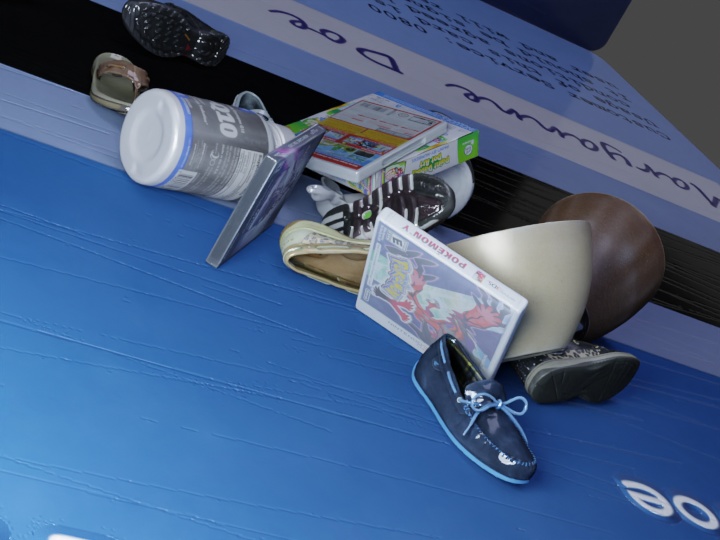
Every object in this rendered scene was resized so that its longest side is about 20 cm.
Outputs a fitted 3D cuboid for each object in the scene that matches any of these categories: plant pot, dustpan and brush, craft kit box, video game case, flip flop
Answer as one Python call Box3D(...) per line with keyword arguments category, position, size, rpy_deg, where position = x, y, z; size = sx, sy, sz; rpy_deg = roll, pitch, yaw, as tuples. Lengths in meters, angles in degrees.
Box3D(category="plant pot", position=(0.175, 0.032, 1.624), size=(0.200, 0.200, 0.135), rpy_deg=(-1, 78, -53))
Box3D(category="dustpan and brush", position=(-0.021, -0.085, 1.844), size=(0.139, 0.057, 0.200), rpy_deg=(39, 22, 24))
Box3D(category="craft kit box", position=(0.023, -0.174, 1.935), size=(0.197, 0.049, 0.200), rpy_deg=(-21, 34, -38))
Box3D(category="video game case", position=(0.000, -0.173, 1.873), size=(0.143, 0.018, 0.200), rpy_deg=(20, 34, 32))
Box3D(category="plant pot", position=(0.286, 0.020, 1.882), size=(0.187, 0.187, 0.200), rpy_deg=(33, 34, 9))
Box3D(category="flip flop", position=(-0.305, -0.247, 1.851), size=(0.081, 0.058, 0.200), rpy_deg=(20, 22, -23))
Box3D(category="video game case", position=(-0.104, -0.089, 1.627), size=(0.019, 0.143, 0.200), rpy_deg=(33, 21, 4))
Box3D(category="video game case", position=(0.082, 0.037, 1.557), size=(0.182, 0.200, 0.023), rpy_deg=(34, 61, 12))

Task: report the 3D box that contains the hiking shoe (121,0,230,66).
Box3D(category="hiking shoe", position=(-0.292, -0.362, 2.135), size=(0.101, 0.076, 0.200), rpy_deg=(35, 10, 38))

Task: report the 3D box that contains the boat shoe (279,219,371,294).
Box3D(category="boat shoe", position=(0.000, 0.000, 1.677), size=(0.199, 0.074, 0.063), rpy_deg=(13, 30, -12))

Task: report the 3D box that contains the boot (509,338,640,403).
Box3D(category="boot", position=(0.238, 0.090, 1.757), size=(0.203, 0.074, 0.154), rpy_deg=(0, 36, -44))

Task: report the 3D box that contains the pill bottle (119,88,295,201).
Box3D(category="pill bottle", position=(-0.175, -0.144, 1.704), size=(0.200, 0.114, 0.114), rpy_deg=(8, 29, -45))

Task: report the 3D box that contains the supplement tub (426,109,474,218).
Box3D(category="supplement tub", position=(0.099, -0.160, 2.094), size=(0.122, 0.123, 0.200), rpy_deg=(25, 20, -12))

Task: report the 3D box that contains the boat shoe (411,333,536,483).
Box3D(category="boat shoe", position=(0.119, 0.140, 1.498), size=(0.084, 0.069, 0.200), rpy_deg=(7, 30, -46))

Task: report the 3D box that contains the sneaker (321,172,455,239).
Box3D(category="sneaker", position=(0.057, -0.057, 1.748), size=(0.115, 0.199, 0.076), rpy_deg=(24, 61, -45))

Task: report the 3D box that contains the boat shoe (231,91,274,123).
Box3D(category="boat shoe", position=(-0.148, -0.183, 1.888), size=(0.070, 0.072, 0.201), rpy_deg=(21, 22, -21))
